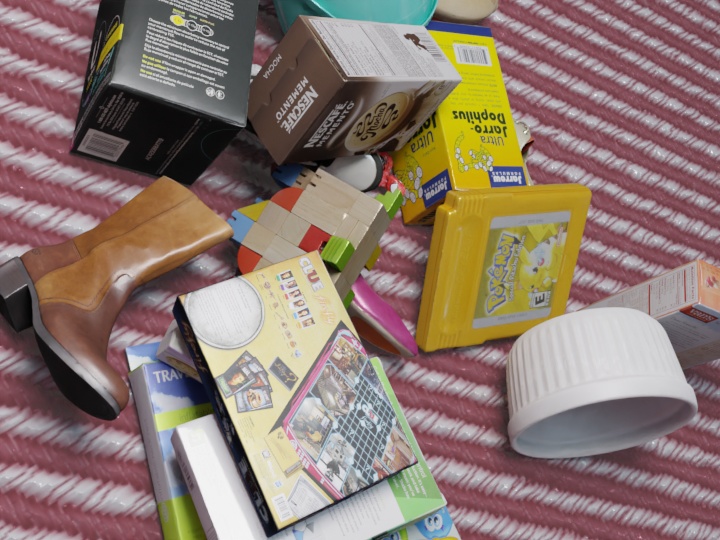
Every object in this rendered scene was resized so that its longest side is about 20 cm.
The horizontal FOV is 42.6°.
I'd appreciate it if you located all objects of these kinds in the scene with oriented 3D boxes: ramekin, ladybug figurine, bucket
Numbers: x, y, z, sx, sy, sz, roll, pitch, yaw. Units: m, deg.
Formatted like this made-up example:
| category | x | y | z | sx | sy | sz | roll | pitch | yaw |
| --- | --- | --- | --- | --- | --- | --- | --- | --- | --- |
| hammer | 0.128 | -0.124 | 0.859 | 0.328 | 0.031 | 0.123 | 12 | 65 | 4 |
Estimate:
| category | x | y | z | sx | sy | sz | roll | pitch | yaw |
| --- | --- | --- | --- | --- | --- | --- | --- | --- | --- |
| ramekin | 0.249 | 0.121 | 0.992 | 0.198 | 0.200 | 0.106 | 8 | 59 | -28 |
| ladybug figurine | 0.083 | -0.368 | 1.138 | 0.198 | 0.072 | 0.137 | 30 | 59 | -18 |
| bucket | -0.011 | -0.330 | 0.980 | 0.204 | 0.136 | 0.209 | -7 | 46 | 7 |

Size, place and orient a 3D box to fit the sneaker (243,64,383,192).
| category | x | y | z | sx | sy | sz | roll | pitch | yaw |
| --- | --- | --- | --- | --- | --- | --- | --- | --- | --- |
| sneaker | -0.064 | -0.136 | 0.955 | 0.198 | 0.074 | 0.080 | 30 | 21 | -12 |

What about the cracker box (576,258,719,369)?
| category | x | y | z | sx | sy | sz | roll | pitch | yaw |
| --- | --- | --- | --- | --- | --- | --- | --- | --- | --- |
| cracker box | 0.364 | 0.062 | 1.074 | 0.133 | 0.200 | 0.058 | 20 | 63 | -23 |

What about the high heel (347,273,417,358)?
| category | x | y | z | sx | sy | sz | roll | pitch | yaw |
| --- | --- | --- | --- | --- | --- | --- | --- | --- | --- |
| high heel | 0.000 | 0.000 | 0.963 | 0.199 | 0.067 | 0.096 | 39 | 67 | 3 |

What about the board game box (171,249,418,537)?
| category | x | y | z | sx | sy | sz | roll | pitch | yaw |
| --- | --- | --- | --- | --- | --- | --- | --- | --- | --- |
| board game box | -0.055 | 0.095 | 0.761 | 0.134 | 0.035 | 0.202 | -18 | 74 | -28 |

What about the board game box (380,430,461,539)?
| category | x | y | z | sx | sy | sz | roll | pitch | yaw |
| --- | --- | --- | --- | --- | --- | --- | --- | --- | --- |
| board game box | 0.029 | 0.269 | 0.859 | 0.102 | 0.105 | 0.202 | -22 | 85 | -34 |

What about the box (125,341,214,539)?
| category | x | y | z | sx | sy | sz | roll | pitch | yaw |
| --- | --- | --- | --- | --- | --- | --- | --- | --- | --- |
| box | -0.134 | 0.153 | 0.840 | 0.121 | 0.048 | 0.203 | -8 | 77 | -34 |

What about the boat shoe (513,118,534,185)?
| category | x | y | z | sx | sy | sz | roll | pitch | yaw |
| --- | --- | --- | --- | --- | --- | --- | --- | --- | --- |
| boat shoe | 0.180 | -0.141 | 1.106 | 0.071 | 0.062 | 0.203 | 23 | 58 | -63 |

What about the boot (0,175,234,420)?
| category | x | y | z | sx | sy | sz | roll | pitch | yaw |
| --- | --- | --- | --- | --- | --- | --- | --- | --- | --- |
| boot | -0.193 | 0.017 | 0.803 | 0.199 | 0.069 | 0.188 | -32 | 51 | -28 |

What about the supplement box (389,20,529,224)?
| category | x | y | z | sx | sy | sz | roll | pitch | yaw |
| --- | --- | --- | --- | --- | --- | --- | --- | --- | --- |
| supplement box | 0.099 | -0.165 | 1.053 | 0.108 | 0.109 | 0.203 | -3 | 74 | -31 |

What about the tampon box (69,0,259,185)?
| category | x | y | z | sx | sy | sz | roll | pitch | yaw |
| --- | --- | --- | --- | --- | --- | --- | --- | --- | --- |
| tampon box | -0.183 | -0.212 | 0.878 | 0.125 | 0.150 | 0.203 | 14 | 66 | -26 |

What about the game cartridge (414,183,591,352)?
| category | x | y | z | sx | sy | sz | roll | pitch | yaw |
| --- | --- | --- | --- | --- | --- | --- | --- | --- | --- |
| game cartridge | 0.158 | -0.004 | 1.016 | 0.198 | 0.032 | 0.179 | -7 | 116 | -33 |

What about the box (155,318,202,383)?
| category | x | y | z | sx | sy | sz | roll | pitch | yaw |
| --- | --- | --- | --- | --- | --- | --- | --- | --- | --- |
| box | -0.088 | 0.105 | 0.832 | 0.199 | 0.041 | 0.039 | 34 | 59 | -19 |

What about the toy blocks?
| category | x | y | z | sx | sy | sz | roll | pitch | yaw |
| --- | --- | --- | --- | --- | --- | --- | --- | --- | --- |
| toy blocks | -0.068 | -0.023 | 0.888 | 0.136 | 0.100 | 0.201 | 29 | 81 | 18 |

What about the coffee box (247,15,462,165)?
| category | x | y | z | sx | sy | sz | roll | pitch | yaw |
| --- | --- | --- | --- | --- | --- | --- | --- | --- | --- |
| coffee box | -0.006 | -0.174 | 0.895 | 0.199 | 0.113 | 0.080 | -16 | 66 | -51 |

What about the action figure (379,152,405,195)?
| category | x | y | z | sx | sy | sz | roll | pitch | yaw |
| --- | --- | --- | --- | --- | --- | --- | --- | --- | --- |
| action figure | -0.014 | -0.160 | 1.024 | 0.065 | 0.052 | 0.201 | -41 | 97 | -39 |

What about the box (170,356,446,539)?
| category | x | y | z | sx | sy | sz | roll | pitch | yaw |
| --- | --- | --- | --- | --- | --- | --- | --- | --- | --- |
| box | -0.042 | 0.170 | 0.775 | 0.198 | 0.036 | 0.146 | -16 | 69 | -27 |
